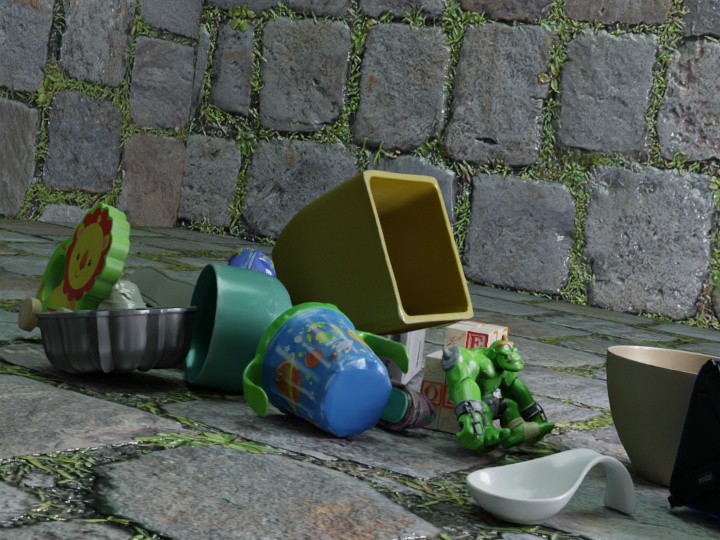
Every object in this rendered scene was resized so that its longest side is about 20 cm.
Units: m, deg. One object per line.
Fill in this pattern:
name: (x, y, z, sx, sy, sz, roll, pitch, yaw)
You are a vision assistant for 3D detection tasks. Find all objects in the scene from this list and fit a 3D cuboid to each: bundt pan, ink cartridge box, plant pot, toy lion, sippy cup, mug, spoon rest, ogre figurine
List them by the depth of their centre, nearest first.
spoon rest: (0.185, 0.202, 1.288, 0.198, 0.062, 0.099, 5, 5, -39)
plant pot: (0.367, 0.169, 1.525, 0.197, 0.137, 0.200, 8, 5, -1)
sippy cup: (-0.034, 0.121, 1.543, 0.140, 0.178, 0.130, 50, -11, -35)
ogre figurine: (0.147, 0.143, 1.550, 0.198, 0.121, 0.098, -7, -22, -42)
bundt pan: (-0.296, 0.085, 1.663, 0.199, 0.077, 0.202, -3, -1, 0)
mug: (-0.152, 0.073, 1.708, 0.113, 0.154, 0.185, 10, 3, -19)
plant pot: (0.000, 0.000, 1.778, 0.198, 0.198, 0.193, -21, -11, 30)
toy lion: (-0.376, 0.004, 1.825, 0.068, 0.194, 0.199, 20, -7, -33)
ink cartridge box: (0.044, 0.082, 1.963, 0.083, 0.147, 0.200, 8, 5, 10)

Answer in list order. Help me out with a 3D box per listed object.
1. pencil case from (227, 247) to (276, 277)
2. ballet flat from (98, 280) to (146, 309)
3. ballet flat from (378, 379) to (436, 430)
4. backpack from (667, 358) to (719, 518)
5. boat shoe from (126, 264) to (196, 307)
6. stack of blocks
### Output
pencil case: (-0.175, 0.046, 1.938, 0.077, 0.087, 0.201, 25, 36, -6)
ballet flat: (-0.337, 0.040, 1.865, 0.069, 0.071, 0.199, 5, 6, -32)
ballet flat: (0.016, 0.152, 1.649, 0.071, 0.070, 0.199, 28, -6, -42)
backpack: (0.434, 0.181, 1.332, 0.166, 0.165, 0.199, 9, 3, -33)
boat shoe: (-0.254, 0.053, 1.866, 0.199, 0.074, 0.061, 23, -23, 47)
stack of blocks: (0.131, 0.131, 1.716, 0.058, 0.117, 0.200, 9, 5, 18)
